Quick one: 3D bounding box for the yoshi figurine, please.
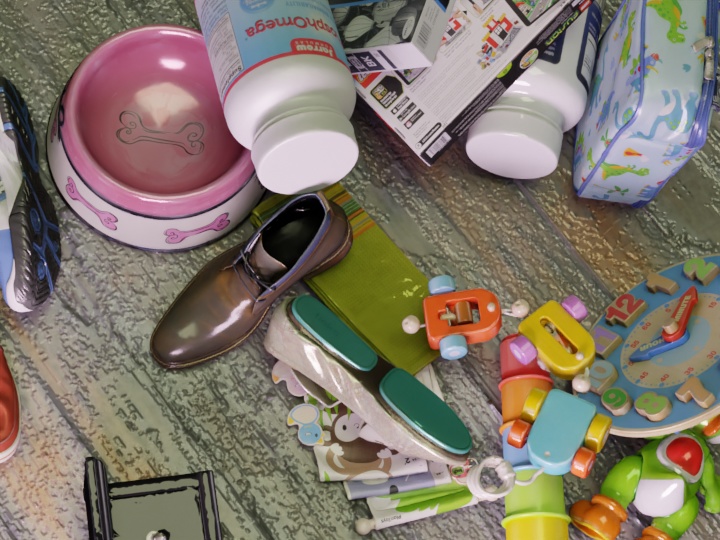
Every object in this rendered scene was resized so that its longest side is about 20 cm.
[{"bbox_3d":[0.259,0.148,1.447,0.112,0.112,0.201,26,77,41],"label":"yoshi figurine"}]

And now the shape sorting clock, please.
[{"bbox_3d":[0.262,0.057,1.429,0.200,0.200,0.039,-49,117,-22],"label":"shape sorting clock"}]

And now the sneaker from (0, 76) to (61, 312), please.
[{"bbox_3d":[-0.301,-0.057,1.437,0.077,0.076,0.201,-17,71,8],"label":"sneaker"}]

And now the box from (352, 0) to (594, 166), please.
[{"bbox_3d":[0.091,-0.198,1.471,0.200,0.035,0.110,-45,65,5],"label":"box"}]

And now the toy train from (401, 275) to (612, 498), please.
[{"bbox_3d":[0.122,0.093,1.404,0.149,0.056,0.201,-13,61,0],"label":"toy train"}]

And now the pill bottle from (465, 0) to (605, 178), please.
[{"bbox_3d":[0.151,-0.188,1.533,0.110,0.111,0.201,15,67,-4],"label":"pill bottle"}]

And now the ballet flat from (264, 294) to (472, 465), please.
[{"bbox_3d":[0.004,0.099,1.411,0.200,0.062,0.067,42,32,10],"label":"ballet flat"}]

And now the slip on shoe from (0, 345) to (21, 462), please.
[{"bbox_3d":[-0.319,0.059,1.386,0.074,0.061,0.201,-11,73,-15],"label":"slip on shoe"}]

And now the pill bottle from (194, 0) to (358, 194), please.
[{"bbox_3d":[-0.065,-0.166,1.403,0.108,0.109,0.201,-10,59,-13],"label":"pill bottle"}]

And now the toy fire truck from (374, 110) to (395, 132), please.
[{"bbox_3d":[0.027,-0.222,1.547,0.141,0.049,0.200,-48,66,3],"label":"toy fire truck"}]

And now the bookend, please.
[{"bbox_3d":[-0.105,0.241,1.335,0.199,0.092,0.200,-5,70,-12],"label":"bookend"}]

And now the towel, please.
[{"bbox_3d":[0.000,0.000,1.475,0.086,0.018,0.200,-37,74,-22],"label":"towel"}]

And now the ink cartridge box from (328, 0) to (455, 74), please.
[{"bbox_3d":[-0.010,-0.216,1.486,0.039,0.199,0.100,39,59,-41],"label":"ink cartridge box"}]

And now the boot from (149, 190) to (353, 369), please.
[{"bbox_3d":[-0.096,0.002,1.411,0.200,0.097,0.075,-39,76,-6],"label":"boot"}]

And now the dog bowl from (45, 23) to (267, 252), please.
[{"bbox_3d":[-0.167,-0.121,1.474,0.199,0.074,0.202,3,69,-8],"label":"dog bowl"}]

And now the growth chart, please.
[{"bbox_3d":[0.013,0.121,1.442,0.144,0.018,0.201,-17,71,-16],"label":"growth chart"}]

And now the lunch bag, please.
[{"bbox_3d":[0.245,-0.157,1.489,0.082,0.200,0.162,9,67,-6],"label":"lunch bag"}]

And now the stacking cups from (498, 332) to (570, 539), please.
[{"bbox_3d":[0.145,0.151,1.433,0.060,0.061,0.201,5,66,-8],"label":"stacking cups"}]
